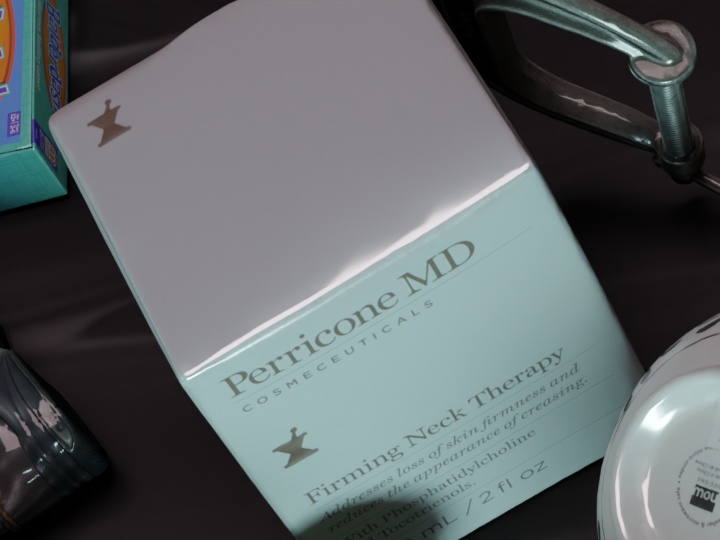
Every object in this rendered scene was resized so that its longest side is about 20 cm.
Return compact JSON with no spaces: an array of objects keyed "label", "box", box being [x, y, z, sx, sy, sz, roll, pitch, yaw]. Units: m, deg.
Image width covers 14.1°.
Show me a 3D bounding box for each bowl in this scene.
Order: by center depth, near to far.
[{"label":"bowl","box":[0.159,0.089,1.127,0.201,0.094,0.201,-14,69,40]}]

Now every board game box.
[{"label":"board game box","box":[-0.249,-0.086,1.505,0.200,0.045,0.152,-14,53,14]}]

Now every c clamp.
[{"label":"c clamp","box":[0.110,-0.079,1.228,0.171,0.200,0.027,24,81,21]}]

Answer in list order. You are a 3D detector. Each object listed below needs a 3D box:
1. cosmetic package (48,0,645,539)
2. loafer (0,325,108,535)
[{"label":"cosmetic package","box":[0.000,0.000,1.240,0.167,0.200,0.166,-31,51,1]},{"label":"loafer","box":[-0.201,0.046,1.378,0.072,0.073,0.200,-42,50,-2]}]
